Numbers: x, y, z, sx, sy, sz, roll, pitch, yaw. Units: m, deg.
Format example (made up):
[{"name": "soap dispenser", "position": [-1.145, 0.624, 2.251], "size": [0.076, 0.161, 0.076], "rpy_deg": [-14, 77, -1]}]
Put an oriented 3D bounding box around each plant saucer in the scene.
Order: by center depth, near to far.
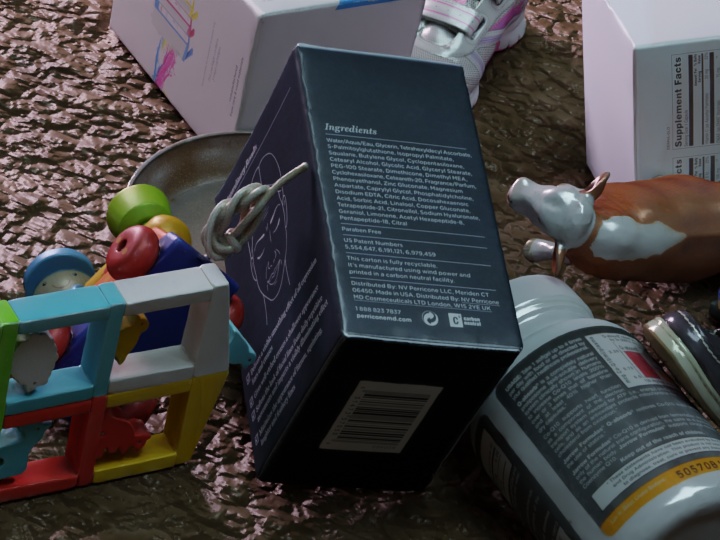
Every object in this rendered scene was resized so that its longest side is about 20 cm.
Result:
[{"name": "plant saucer", "position": [-0.049, -0.013, 1.660], "size": [0.200, 0.032, 0.200], "rpy_deg": [10, 39, -8]}]

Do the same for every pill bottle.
[{"name": "pill bottle", "position": [0.131, 0.099, 1.505], "size": [0.116, 0.116, 0.200], "rpy_deg": [-10, 43, -29]}]

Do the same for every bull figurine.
[{"name": "bull figurine", "position": [0.167, -0.027, 1.611], "size": [0.200, 0.065, 0.121], "rpy_deg": [3, 5, -22]}]

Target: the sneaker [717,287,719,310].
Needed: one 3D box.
[{"name": "sneaker", "position": [0.318, 0.001, 1.646], "size": [0.200, 0.088, 0.075], "rpy_deg": [3, 17, 2]}]

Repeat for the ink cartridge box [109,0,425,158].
[{"name": "ink cartridge box", "position": [-0.071, -0.180, 1.797], "size": [0.128, 0.125, 0.200], "rpy_deg": [-12, 44, -30]}]

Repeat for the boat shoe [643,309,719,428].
[{"name": "boat shoe", "position": [0.225, 0.062, 1.540], "size": [0.200, 0.065, 0.072], "rpy_deg": [38, 14, -49]}]

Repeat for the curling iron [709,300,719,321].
[{"name": "curling iron", "position": [0.283, 0.054, 1.651], "size": [0.050, 0.026, 0.200], "rpy_deg": [26, 5, -40]}]

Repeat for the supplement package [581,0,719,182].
[{"name": "supplement package", "position": [0.256, -0.115, 1.748], "size": [0.200, 0.151, 0.152], "rpy_deg": [-7, 28, -6]}]

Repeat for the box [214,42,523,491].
[{"name": "box", "position": [0.000, 0.000, 1.520], "size": [0.107, 0.148, 0.200], "rpy_deg": [5, 54, -21]}]

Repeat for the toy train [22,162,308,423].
[{"name": "toy train", "position": [-0.110, -0.013, 1.524], "size": [0.085, 0.200, 0.116], "rpy_deg": [39, 12, -32]}]

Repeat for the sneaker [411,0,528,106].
[{"name": "sneaker", "position": [0.065, -0.179, 1.873], "size": [0.081, 0.088, 0.200], "rpy_deg": [21, 37, 10]}]

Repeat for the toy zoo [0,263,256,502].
[{"name": "toy zoo", "position": [-0.145, 0.062, 1.449], "size": [0.200, 0.131, 0.020], "rpy_deg": [-10, 43, -30]}]
